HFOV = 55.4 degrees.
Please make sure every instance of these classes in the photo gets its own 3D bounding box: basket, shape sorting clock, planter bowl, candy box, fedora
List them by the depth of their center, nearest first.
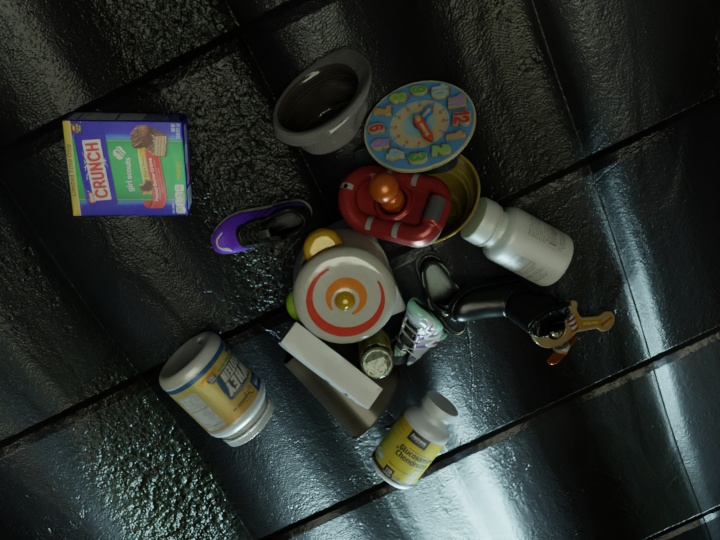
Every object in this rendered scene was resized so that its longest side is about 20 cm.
[{"bbox_3d":[-0.053,-0.277,1.192,0.200,0.177,0.090,-46,141,-4],"label":"fedora"},{"bbox_3d":[0.102,-0.255,1.194,0.199,0.201,0.039,-21,148,1],"label":"shape sorting clock"},{"bbox_3d":[-0.405,-0.187,1.206,0.199,0.077,0.170,-1,112,-6],"label":"candy box"},{"bbox_3d":[0.131,-0.122,1.274,0.200,0.201,0.083,-32,150,6],"label":"planter bowl"},{"bbox_3d":[-0.043,0.203,1.372,0.200,0.181,0.136,42,134,-10],"label":"basket"}]

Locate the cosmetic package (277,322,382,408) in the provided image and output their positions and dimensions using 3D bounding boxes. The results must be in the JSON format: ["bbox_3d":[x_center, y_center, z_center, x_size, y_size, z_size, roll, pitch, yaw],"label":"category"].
[{"bbox_3d":[-0.058,0.175,1.261,0.200,0.083,0.051,38,76,-5],"label":"cosmetic package"}]

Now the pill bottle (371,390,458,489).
[{"bbox_3d":[0.119,0.359,1.468,0.112,0.112,0.200,29,105,-17],"label":"pill bottle"}]

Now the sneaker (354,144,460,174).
[{"bbox_3d":[0.090,-0.220,1.258,0.199,0.082,0.070,4,137,22],"label":"sneaker"}]

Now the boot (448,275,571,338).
[{"bbox_3d":[0.292,0.080,1.329,0.197,0.162,0.074,-17,121,-22],"label":"boot"}]

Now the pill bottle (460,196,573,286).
[{"bbox_3d":[0.300,-0.059,1.327,0.199,0.114,0.115,26,106,-16],"label":"pill bottle"}]

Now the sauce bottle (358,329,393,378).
[{"bbox_3d":[0.025,0.145,1.323,0.064,0.200,0.065,-1,103,-4],"label":"sauce bottle"}]

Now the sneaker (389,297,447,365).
[{"bbox_3d":[0.094,0.138,1.342,0.140,0.078,0.200,-42,151,-1],"label":"sneaker"}]

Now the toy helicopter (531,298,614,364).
[{"bbox_3d":[0.448,0.122,1.442,0.199,0.079,0.133,-5,106,-19],"label":"toy helicopter"}]

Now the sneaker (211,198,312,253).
[{"bbox_3d":[-0.184,-0.077,1.264,0.199,0.100,0.070,-20,110,0],"label":"sneaker"}]

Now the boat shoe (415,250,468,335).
[{"bbox_3d":[0.167,0.057,1.384,0.075,0.060,0.200,-31,112,5],"label":"boat shoe"}]

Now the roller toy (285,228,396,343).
[{"bbox_3d":[-0.029,0.027,1.220,0.182,0.140,0.201,13,111,-10],"label":"roller toy"}]

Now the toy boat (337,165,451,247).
[{"bbox_3d":[0.050,-0.126,1.181,0.199,0.131,0.131,14,75,26],"label":"toy boat"}]

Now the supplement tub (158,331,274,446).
[{"bbox_3d":[-0.280,0.234,1.350,0.144,0.145,0.200,-36,112,7],"label":"supplement tub"}]

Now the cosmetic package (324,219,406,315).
[{"bbox_3d":[0.000,0.000,1.329,0.112,0.081,0.201,-25,113,5],"label":"cosmetic package"}]
